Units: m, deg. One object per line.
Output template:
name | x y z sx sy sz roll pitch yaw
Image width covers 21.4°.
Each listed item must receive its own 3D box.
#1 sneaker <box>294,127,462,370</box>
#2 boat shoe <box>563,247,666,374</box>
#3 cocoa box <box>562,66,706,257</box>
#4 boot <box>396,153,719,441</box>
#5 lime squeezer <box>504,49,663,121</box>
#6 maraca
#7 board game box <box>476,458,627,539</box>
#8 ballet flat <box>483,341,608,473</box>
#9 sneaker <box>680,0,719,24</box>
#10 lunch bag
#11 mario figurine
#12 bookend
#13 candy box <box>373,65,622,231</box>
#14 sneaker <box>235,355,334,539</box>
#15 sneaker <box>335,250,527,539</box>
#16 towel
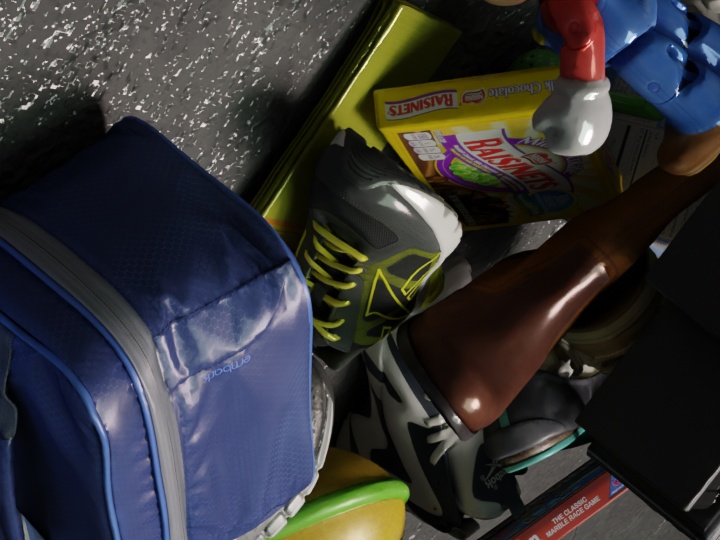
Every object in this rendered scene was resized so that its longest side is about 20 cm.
sneaker | 0.000 0.000 0.967 0.085 0.074 0.200 -48 163 -12
boat shoe | 0.153 0.029 1.119 0.073 0.063 0.201 -43 -178 -2
cocoa box | 0.227 -0.061 1.191 0.200 0.131 0.134 23 84 -64
boot | 0.124 0.000 0.984 0.200 0.069 0.188 -35 176 20
lime squeezer | 0.109 -0.094 1.074 0.200 0.070 0.038 151 -41 -76
maraca | -0.057 0.171 1.130 0.200 0.107 0.137 -33 159 29
board game box | 0.110 0.154 1.163 0.200 0.019 0.103 -32 176 -24
ballet flat | 0.117 0.075 1.142 0.073 0.073 0.200 -56 162 14
sneaker | 0.217 -0.132 1.033 0.076 0.200 0.081 -40 154 3
lunch bag | -0.110 0.054 0.821 0.132 0.136 0.200 -34 144 -28
mario figurine | 0.089 -0.126 0.894 0.200 0.123 0.106 38 97 -21
bookend | 0.192 0.040 0.973 0.199 0.092 0.200 -53 161 4
candy box | 0.080 -0.062 1.021 0.102 0.027 0.200 -9 164 13
sneaker | -0.082 0.128 0.997 0.200 0.075 0.115 -58 173 -2
sneaker | 0.061 0.089 1.167 0.079 0.130 0.200 -26 147 -43
towel | -0.023 -0.049 0.975 0.200 0.018 0.086 -56 160 11
